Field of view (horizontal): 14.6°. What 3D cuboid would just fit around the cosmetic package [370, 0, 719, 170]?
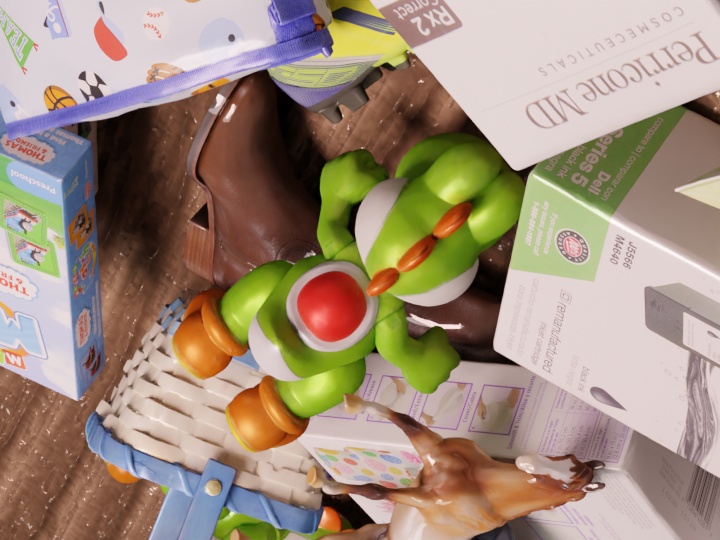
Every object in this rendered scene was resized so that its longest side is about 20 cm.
[{"bbox_3d":[0.087,-0.179,1.112,0.200,0.165,0.165,49,147,-14],"label":"cosmetic package"}]

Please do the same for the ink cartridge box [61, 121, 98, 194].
[{"bbox_3d":[-0.227,-0.110,1.579,0.146,0.084,0.200,27,146,15],"label":"ink cartridge box"}]

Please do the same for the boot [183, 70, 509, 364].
[{"bbox_3d":[0.005,-0.014,1.490,0.199,0.064,0.187,29,149,13],"label":"boot"}]

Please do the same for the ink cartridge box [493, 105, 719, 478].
[{"bbox_3d":[0.174,0.018,1.336,0.199,0.084,0.146,29,146,15],"label":"ink cartridge box"}]

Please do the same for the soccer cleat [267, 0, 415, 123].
[{"bbox_3d":[0.003,-0.137,1.340,0.084,0.065,0.200,45,147,-5],"label":"soccer cleat"}]

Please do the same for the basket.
[{"bbox_3d":[-0.090,0.119,1.573,0.139,0.201,0.176,25,-176,-9],"label":"basket"}]

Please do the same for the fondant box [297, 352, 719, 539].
[{"bbox_3d":[0.085,0.105,1.491,0.199,0.058,0.144,3,151,31],"label":"fondant box"}]

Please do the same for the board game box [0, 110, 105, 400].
[{"bbox_3d":[-0.217,-0.025,1.564,0.151,0.037,0.200,23,145,15],"label":"board game box"}]

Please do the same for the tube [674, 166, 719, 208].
[{"bbox_3d":[0.199,-0.035,1.174,0.052,0.058,0.200,37,-168,23],"label":"tube"}]

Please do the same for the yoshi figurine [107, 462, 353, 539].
[{"bbox_3d":[-0.075,0.164,1.735,0.200,0.113,0.112,44,163,-11],"label":"yoshi figurine"}]

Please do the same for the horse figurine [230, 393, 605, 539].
[{"bbox_3d":[0.018,0.130,1.422,0.132,0.050,0.200,15,135,-23],"label":"horse figurine"}]

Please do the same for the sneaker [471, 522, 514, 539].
[{"bbox_3d":[0.076,0.189,1.534,0.201,0.086,0.078,92,159,-49],"label":"sneaker"}]

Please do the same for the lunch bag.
[{"bbox_3d":[-0.096,-0.163,1.317,0.200,0.123,0.171,-12,97,55],"label":"lunch bag"}]

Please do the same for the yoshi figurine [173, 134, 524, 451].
[{"bbox_3d":[0.008,0.000,1.412,0.200,0.112,0.112,-37,135,26],"label":"yoshi figurine"}]
